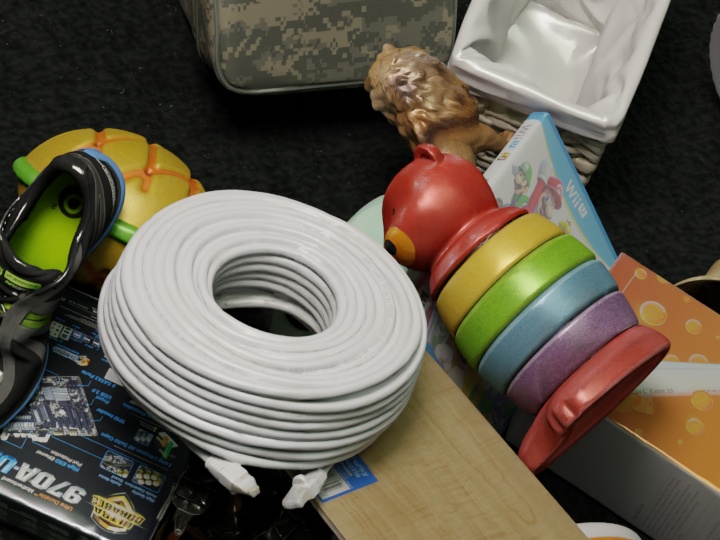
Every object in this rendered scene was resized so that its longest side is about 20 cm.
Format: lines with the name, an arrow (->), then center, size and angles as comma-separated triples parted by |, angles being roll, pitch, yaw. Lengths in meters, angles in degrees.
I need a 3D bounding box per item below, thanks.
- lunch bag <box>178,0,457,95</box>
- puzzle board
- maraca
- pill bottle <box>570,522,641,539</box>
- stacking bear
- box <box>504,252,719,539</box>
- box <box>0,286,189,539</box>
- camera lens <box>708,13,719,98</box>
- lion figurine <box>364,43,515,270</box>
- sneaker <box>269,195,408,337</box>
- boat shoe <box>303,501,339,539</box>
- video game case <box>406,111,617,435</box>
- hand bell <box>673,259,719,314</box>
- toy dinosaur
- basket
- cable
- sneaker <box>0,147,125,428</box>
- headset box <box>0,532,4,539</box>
lunch bag -> -0.035, -0.219, 1.482 | 0.199, 0.140, 0.168 | -7, 26, -16
puzzle board -> 0.038, 0.135, 1.204 | 0.150, 0.017, 0.200 | -18, 55, -39
maraca -> -0.146, -0.028, 1.346 | 0.199, 0.137, 0.107 | 29, 100, 15
pill bottle -> 0.147, 0.267, 1.229 | 0.111, 0.112, 0.201 | -5, 59, -15
stacking bear -> 0.090, 0.010, 1.262 | 0.114, 0.122, 0.200 | -36, 76, -24
box -> 0.220, 0.105, 1.357 | 0.199, 0.098, 0.125 | 33, 57, 10
box -> -0.200, 0.092, 1.304 | 0.199, 0.046, 0.159 | 23, 57, 3
camera lens -> 0.389, -0.183, 1.539 | 0.199, 0.160, 0.160 | -29, 68, -27
lion figurine -> 0.057, -0.054, 1.385 | 0.122, 0.072, 0.201 | 18, 60, -53
sneaker -> 0.000, 0.000, 1.363 | 0.073, 0.118, 0.201 | 28, 55, 8
boat shoe -> -0.031, 0.190, 1.267 | 0.067, 0.072, 0.201 | -9, 52, 11
video game case -> 0.103, 0.008, 1.382 | 0.018, 0.144, 0.200 | 2, 43, 43
hand bell -> 0.291, -0.010, 1.468 | 0.104, 0.104, 0.200 | 28, 44, 6
toy dinosaur -> -0.074, 0.146, 1.259 | 0.102, 0.136, 0.201 | 18, 85, -8
basket -> 0.144, -0.166, 1.498 | 0.135, 0.124, 0.201 | 22, 55, 3
cable -> -0.059, 0.032, 1.201 | 0.200, 0.069, 0.200 | 34, 40, 18
sneaker -> -0.216, 0.011, 1.246 | 0.071, 0.083, 0.200 | 28, 91, 11
headset box -> -0.282, 0.206, 1.161 | 0.173, 0.093, 0.201 | -24, 71, -12
